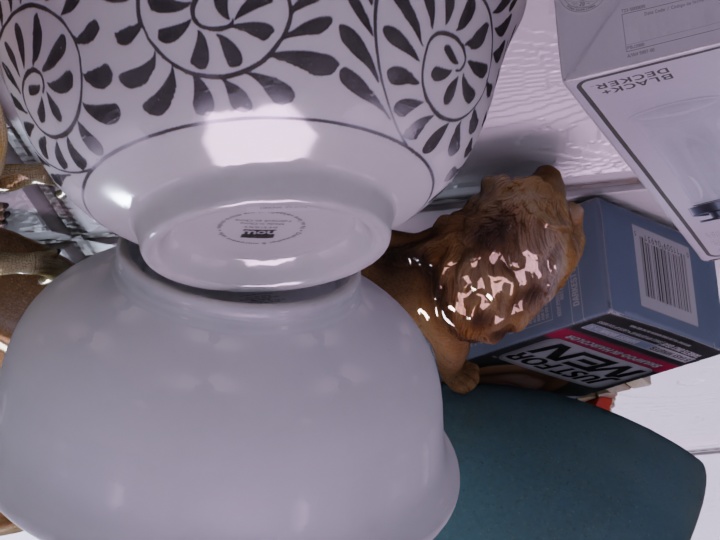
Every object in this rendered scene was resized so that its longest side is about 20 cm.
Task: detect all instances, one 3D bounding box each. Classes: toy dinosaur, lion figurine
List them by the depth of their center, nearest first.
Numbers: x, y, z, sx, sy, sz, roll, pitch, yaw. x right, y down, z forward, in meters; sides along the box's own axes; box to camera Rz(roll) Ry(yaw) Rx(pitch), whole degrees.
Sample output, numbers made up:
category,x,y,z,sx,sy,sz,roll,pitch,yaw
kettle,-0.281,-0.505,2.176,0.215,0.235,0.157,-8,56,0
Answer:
category,x,y,z,sx,sy,sz,roll,pitch,yaw
toy dinosaur,-0.163,-0.020,0.761,0.101,0.059,0.199,2,167,-40
lion figurine,0.000,0.000,0.851,0.199,0.073,0.123,-1,152,3

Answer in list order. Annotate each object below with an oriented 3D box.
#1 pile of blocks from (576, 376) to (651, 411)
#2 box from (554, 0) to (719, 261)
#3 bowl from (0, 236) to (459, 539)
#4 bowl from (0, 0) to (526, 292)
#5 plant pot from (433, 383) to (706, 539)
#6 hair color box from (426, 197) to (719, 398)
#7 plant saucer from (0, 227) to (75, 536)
category,x,y,z,sx,sy,sz,roll,pitch,yaw
pile of blocks,0.106,0.070,1.065,0.082,0.063,0.200,-1,159,-8
box,0.153,-0.071,0.704,0.116,0.061,0.200,-13,157,21
bowl,-0.053,0.034,0.749,0.200,0.091,0.201,6,-157,-3
bowl,-0.035,-0.051,0.675,0.199,0.095,0.201,-4,160,-2
plant pot,0.051,0.133,0.914,0.134,0.201,0.200,36,152,-3
hair color box,0.071,0.031,0.957,0.199,0.061,0.099,-21,153,39
plant saucer,-0.197,0.063,0.889,0.199,0.036,0.201,1,129,1
